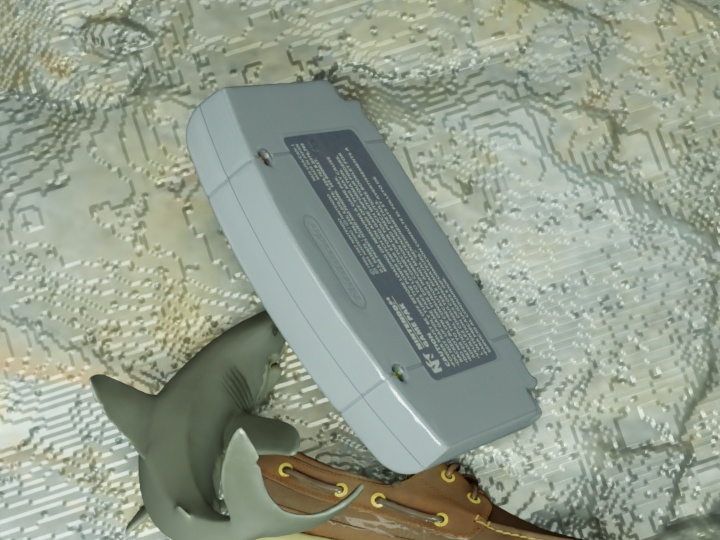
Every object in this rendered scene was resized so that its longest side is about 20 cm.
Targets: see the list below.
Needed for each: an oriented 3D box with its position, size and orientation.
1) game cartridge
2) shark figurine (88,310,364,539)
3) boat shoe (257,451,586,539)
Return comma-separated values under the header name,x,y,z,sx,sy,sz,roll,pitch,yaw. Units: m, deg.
name,x,y,z,sx,sy,sz,roll,pitch,yaw
game cartridge,0.000,0.000,0.966,0.041,0.133,0.200,-38,77,25
shark figurine,-0.083,0.078,0.918,0.128,0.215,0.090,-41,109,7
boat shoe,0.034,0.120,0.964,0.200,0.072,0.068,8,79,4
